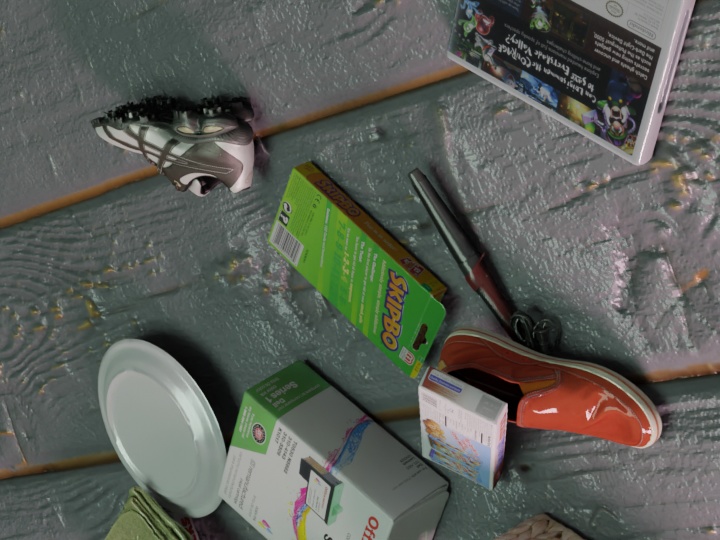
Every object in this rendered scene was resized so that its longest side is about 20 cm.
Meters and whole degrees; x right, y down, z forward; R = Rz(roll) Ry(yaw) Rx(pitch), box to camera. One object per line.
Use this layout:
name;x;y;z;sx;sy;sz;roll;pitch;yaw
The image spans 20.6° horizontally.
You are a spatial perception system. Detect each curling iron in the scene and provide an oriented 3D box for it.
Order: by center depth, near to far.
curling iron;0.103;-0.005;1.671;0.201;0.025;0.050;55;141;7

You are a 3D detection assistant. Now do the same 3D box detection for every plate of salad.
plate of salad;-0.199;0.160;2.042;0.199;0.048;0.201;26;129;37

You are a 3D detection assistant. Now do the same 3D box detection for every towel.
towel;-0.221;0.331;2.101;0.148;0.036;0.200;48;136;17

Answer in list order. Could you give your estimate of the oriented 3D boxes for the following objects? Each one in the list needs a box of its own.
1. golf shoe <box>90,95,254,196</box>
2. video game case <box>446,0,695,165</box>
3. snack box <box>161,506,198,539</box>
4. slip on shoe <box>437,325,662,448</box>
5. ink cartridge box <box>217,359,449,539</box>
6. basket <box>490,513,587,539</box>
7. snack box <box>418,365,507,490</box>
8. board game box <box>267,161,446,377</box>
golf shoe;-0.178;-0.114;1.864;0.199;0.078;0.095;8;115;44
video game case;0.161;-0.203;1.517;0.199;0.023;0.183;33;130;29
snack box;-0.182;0.349;2.127;0.072;0.024;0.201;-12;100;46
slip on shoe;0.152;0.106;1.631;0.199;0.061;0.074;20;138;19
ink cartridge box;-0.028;0.207;1.867;0.200;0.084;0.145;38;133;25
basket;0.126;0.312;1.683;0.123;0.199;0.136;36;132;33
snack box;0.086;0.136;1.671;0.072;0.024;0.200;25;162;12
board game box;0.000;0.000;1.778;0.200;0.030;0.096;45;136;23
